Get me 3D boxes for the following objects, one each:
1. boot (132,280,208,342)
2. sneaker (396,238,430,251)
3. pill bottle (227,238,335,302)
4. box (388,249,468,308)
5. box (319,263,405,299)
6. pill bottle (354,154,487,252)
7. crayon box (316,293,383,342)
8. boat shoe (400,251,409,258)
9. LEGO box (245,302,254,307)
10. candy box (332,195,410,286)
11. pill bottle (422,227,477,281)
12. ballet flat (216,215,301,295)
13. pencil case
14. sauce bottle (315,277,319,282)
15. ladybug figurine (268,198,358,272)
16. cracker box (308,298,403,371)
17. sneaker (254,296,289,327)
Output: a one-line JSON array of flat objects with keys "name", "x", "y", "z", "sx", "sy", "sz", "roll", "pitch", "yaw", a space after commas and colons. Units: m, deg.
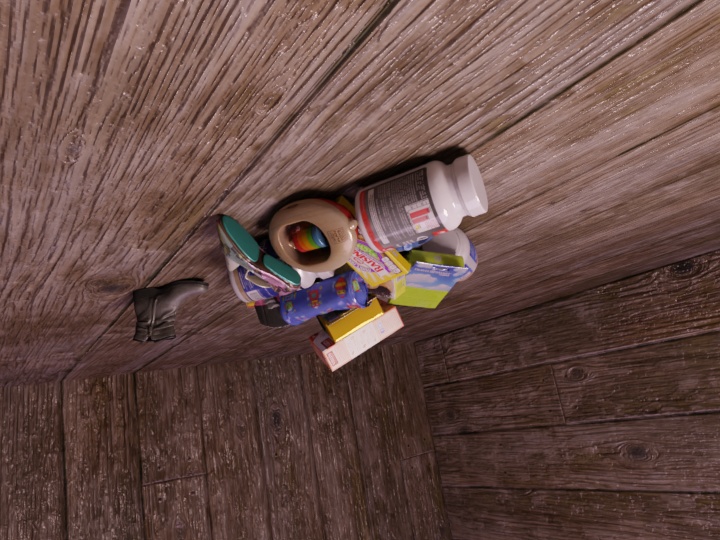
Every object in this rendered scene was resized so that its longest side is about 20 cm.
[{"name": "boot", "x": -0.451, "y": 0.102, "z": 1.259, "sx": 0.196, "sy": 0.133, "sz": 0.068, "roll": -12, "pitch": 167, "yaw": 5}, {"name": "sneaker", "x": 0.064, "y": -0.064, "z": 1.059, "sx": 0.197, "sy": 0.075, "sz": 0.082, "roll": -16, "pitch": -162, "yaw": 13}, {"name": "pill bottle", "x": -0.157, "y": -0.012, "z": 1.062, "sx": 0.196, "sy": 0.118, "sz": 0.116, "roll": -14, "pitch": 166, "yaw": 11}, {"name": "box", "x": 0.142, "y": 0.018, "z": 1.141, "sx": 0.120, "sy": 0.048, "sz": 0.201, "roll": 6, "pitch": 150, "yaw": -12}, {"name": "box", "x": 0.000, "y": 0.000, "z": 1.120, "sx": 0.197, "sy": 0.077, "sz": 0.050, "roll": 12, "pitch": -154, "yaw": 33}, {"name": "pill bottle", "x": 0.099, "y": -0.110, "z": 0.862, "sx": 0.197, "sy": 0.118, "sz": 0.115, "roll": -17, "pitch": 165, "yaw": 25}, {"name": "crayon box", "x": -0.027, "y": 0.097, "z": 1.174, "sx": 0.124, "sy": 0.052, "sz": 0.200, "roll": -30, "pitch": -170, "yaw": -9}, {"name": "boat shoe", "x": 0.084, "y": -0.047, "z": 1.220, "sx": 0.070, "sy": 0.062, "sz": 0.201, "roll": -5, "pitch": 165, "yaw": -18}, {"name": "LEGO box", "x": -0.206, "y": 0.023, "z": 1.243, "sx": 0.146, "sy": 0.079, "sz": 0.200, "roll": -8, "pitch": 166, "yaw": -11}, {"name": "candy box", "x": -0.004, "y": -0.049, "z": 0.992, "sx": 0.101, "sy": 0.027, "sz": 0.200, "roll": -21, "pitch": 126, "yaw": 43}, {"name": "pill bottle", "x": 0.206, "y": -0.043, "z": 1.224, "sx": 0.110, "sy": 0.114, "sz": 0.200, "roll": -15, "pitch": 165, "yaw": 18}, {"name": "ballet flat", "x": -0.196, "y": -0.014, "z": 0.953, "sx": 0.071, "sy": 0.070, "sz": 0.199, "roll": -35, "pitch": 122, "yaw": 24}, {"name": "pencil case", "x": -0.073, "y": 0.058, "z": 1.090, "sx": 0.197, "sy": 0.080, "sz": 0.086, "roll": -16, "pitch": 168, "yaw": 29}, {"name": "sauce bottle", "x": -0.112, "y": 0.051, "z": 1.353, "sx": 0.065, "sy": 0.067, "sz": 0.198, "roll": 0, "pitch": 180, "yaw": -37}, {"name": "ladybug figurine", "x": -0.076, "y": -0.067, "z": 0.916, "sx": 0.198, "sy": 0.137, "sz": 0.072, "roll": -6, "pitch": -150, "yaw": 40}, {"name": "cracker box", "x": -0.013, "y": 0.144, "z": 1.231, "sx": 0.198, "sy": 0.058, "sz": 0.134, "roll": -31, "pitch": -164, "yaw": -14}, {"name": "sneaker", "x": -0.143, "y": 0.083, "z": 1.210, "sx": 0.196, "sy": 0.082, "sz": 0.086, "roll": -9, "pitch": 177, "yaw": 8}]
